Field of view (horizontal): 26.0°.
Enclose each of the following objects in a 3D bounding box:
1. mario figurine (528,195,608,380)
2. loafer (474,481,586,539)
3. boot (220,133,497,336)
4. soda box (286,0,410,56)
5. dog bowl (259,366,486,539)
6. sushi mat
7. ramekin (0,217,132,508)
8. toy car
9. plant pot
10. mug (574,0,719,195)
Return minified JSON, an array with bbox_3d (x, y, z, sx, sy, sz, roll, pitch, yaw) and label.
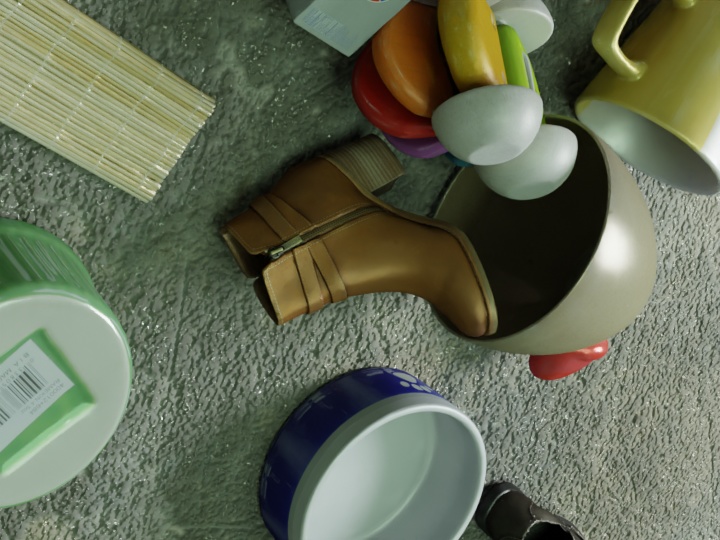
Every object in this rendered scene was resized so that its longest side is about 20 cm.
[{"bbox_3d":[0.177,0.002,1.439,0.123,0.106,0.201,6,103,0],"label":"mario figurine"},{"bbox_3d":[0.189,0.286,1.593,0.073,0.071,0.200,-53,133,0],"label":"loafer"},{"bbox_3d":[0.000,0.000,1.218,0.155,0.200,0.077,-33,173,-23],"label":"boot"},{"bbox_3d":[0.031,-0.249,1.119,0.200,0.068,0.063,-39,139,26],"label":"soda box"},{"bbox_3d":[0.012,0.191,1.400,0.200,0.079,0.201,-18,124,-28],"label":"dog bowl"},{"bbox_3d":[-0.196,-0.126,1.108,0.200,0.012,0.096,31,95,-43],"label":"sushi mat"},{"bbox_3d":[-0.261,0.072,1.112,0.199,0.098,0.201,-18,125,-28],"label":"ramekin"},{"bbox_3d":[0.074,-0.145,1.216,0.150,0.176,0.200,-17,158,21],"label":"toy car"},{"bbox_3d":[0.170,-0.012,1.305,0.134,0.200,0.201,27,97,-36],"label":"plant pot"},{"bbox_3d":[0.288,-0.174,1.354,0.153,0.149,0.187,-56,164,-8],"label":"mug"}]
